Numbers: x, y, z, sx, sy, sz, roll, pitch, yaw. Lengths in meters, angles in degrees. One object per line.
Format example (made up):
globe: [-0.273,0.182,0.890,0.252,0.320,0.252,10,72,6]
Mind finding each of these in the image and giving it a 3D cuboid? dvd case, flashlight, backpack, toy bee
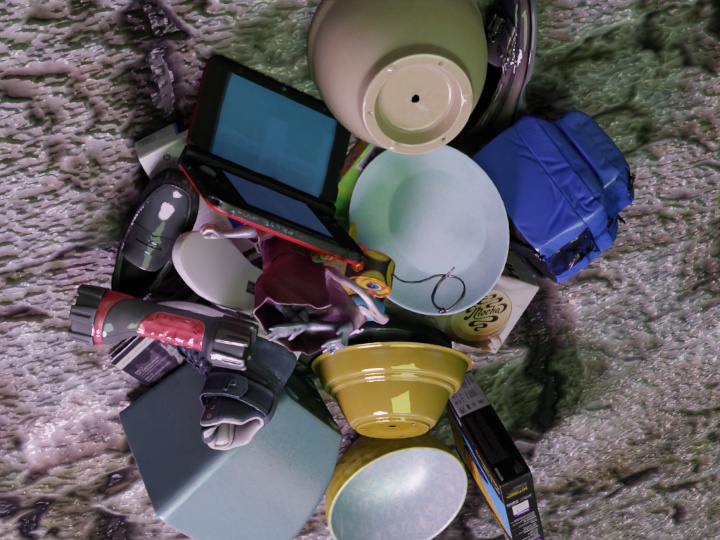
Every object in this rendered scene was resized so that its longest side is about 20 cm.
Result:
dvd case: [-0.190,0.107,1.731,0.148,0.016,0.200,-41,131,13]
flashlight: [-0.216,0.066,1.532,0.197,0.068,0.069,14,85,5]
backpack: [0.235,-0.080,1.641,0.167,0.164,0.200,-30,159,3]
toy bee: [0.000,0.000,1.569,0.198,0.132,0.109,-25,144,19]

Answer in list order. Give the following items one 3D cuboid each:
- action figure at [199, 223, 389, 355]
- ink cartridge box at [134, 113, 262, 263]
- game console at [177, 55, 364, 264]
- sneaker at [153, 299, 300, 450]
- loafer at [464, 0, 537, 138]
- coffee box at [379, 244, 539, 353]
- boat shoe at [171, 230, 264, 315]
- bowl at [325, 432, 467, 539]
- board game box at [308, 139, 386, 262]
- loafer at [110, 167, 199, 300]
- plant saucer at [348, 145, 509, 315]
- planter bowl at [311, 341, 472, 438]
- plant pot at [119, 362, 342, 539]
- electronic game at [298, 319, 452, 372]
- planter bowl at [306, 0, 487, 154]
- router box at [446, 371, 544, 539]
action figure: [-0.076,-0.009,1.502,0.148,0.201,0.134,-26,137,8]
ink cartridge box: [-0.167,-0.084,1.578,0.099,0.039,0.201,-26,130,-1]
game console: [-0.079,-0.116,1.487,0.198,0.172,0.120,20,107,-33]
sneaker: [-0.180,0.119,1.591,0.200,0.148,0.077,12,154,18]
loafer: [0.157,-0.231,1.576,0.062,0.072,0.202,-7,131,-11]
coffee box: [0.106,0.018,1.739,0.198,0.080,0.114,17,118,-31]
boat shoe: [-0.152,0.008,1.581,0.199,0.065,0.073,25,75,-50]
bowl: [0.036,0.278,1.895,0.198,0.108,0.202,-11,129,-13]
board game box: [-0.013,-0.066,1.662,0.095,0.030,0.201,26,110,-35]
loafer: [-0.227,-0.030,1.539,0.067,0.071,0.201,24,134,-9]
plant saucer: [0.082,-0.051,1.597,0.039,0.200,0.202,-32,153,-60]
planter bowl: [0.038,0.155,1.707,0.197,0.085,0.201,0,161,0]
plant pot: [-0.139,0.208,1.700,0.200,0.196,0.196,-43,130,8]
electronic game: [0.015,0.098,1.734,0.197,0.042,0.200,0,161,0]
planter bowl: [0.050,-0.208,1.488,0.197,0.135,0.202,-6,127,-8]
router box: [0.177,0.257,1.873,0.051,0.201,0.150,-22,131,-7]
